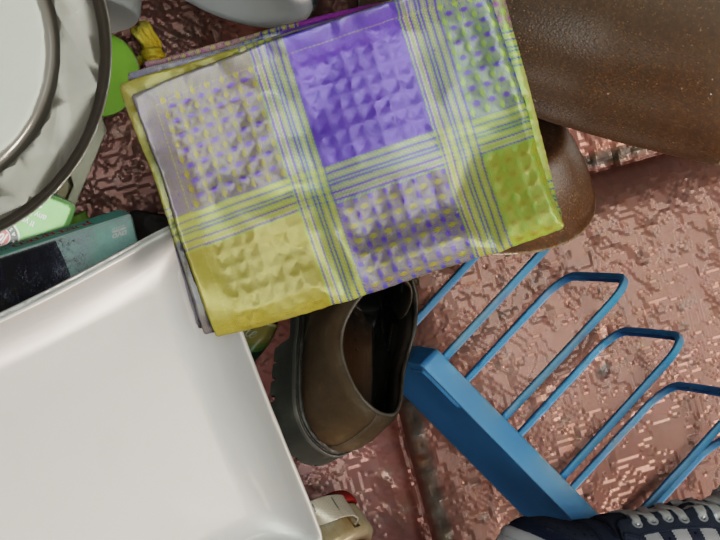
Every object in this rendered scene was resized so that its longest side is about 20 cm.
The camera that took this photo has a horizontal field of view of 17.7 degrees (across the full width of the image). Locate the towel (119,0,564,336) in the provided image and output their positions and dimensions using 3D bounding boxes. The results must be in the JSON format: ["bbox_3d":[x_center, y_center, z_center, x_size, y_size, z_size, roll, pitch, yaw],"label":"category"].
[{"bbox_3d":[-0.009,-0.058,1.162,0.199,0.023,0.145,-15,90,2],"label":"towel"}]

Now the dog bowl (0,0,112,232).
[{"bbox_3d":[-0.221,-0.107,1.137,0.199,0.059,0.202,0,90,-5],"label":"dog bowl"}]

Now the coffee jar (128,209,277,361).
[{"bbox_3d":[-0.114,0.071,1.285,0.104,0.085,0.201,19,89,-19],"label":"coffee jar"}]

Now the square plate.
[{"bbox_3d":[-0.137,0.100,1.187,0.197,0.028,0.201,-27,110,-20],"label":"square plate"}]

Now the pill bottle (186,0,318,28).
[{"bbox_3d":[-0.037,-0.236,1.202,0.106,0.106,0.201,26,72,-10],"label":"pill bottle"}]

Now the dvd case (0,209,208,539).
[{"bbox_3d":[-0.163,0.084,1.199,0.145,0.022,0.201,-18,108,-23],"label":"dvd case"}]

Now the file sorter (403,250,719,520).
[{"bbox_3d":[0.126,0.078,1.305,0.123,0.139,0.200,-46,99,-8],"label":"file sorter"}]

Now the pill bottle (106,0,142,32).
[{"bbox_3d":[-0.157,-0.234,1.232,0.116,0.116,0.201,4,80,-10],"label":"pill bottle"}]

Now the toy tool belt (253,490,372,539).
[{"bbox_3d":[-0.051,0.228,1.278,0.200,0.125,0.123,-37,70,-4],"label":"toy tool belt"}]

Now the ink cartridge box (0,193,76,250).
[{"bbox_3d":[-0.254,0.031,1.218,0.145,0.084,0.201,21,90,-14],"label":"ink cartridge box"}]

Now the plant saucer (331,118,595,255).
[{"bbox_3d":[0.037,-0.077,1.253,0.199,0.201,0.037,11,120,-11],"label":"plant saucer"}]

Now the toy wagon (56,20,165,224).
[{"bbox_3d":[-0.202,-0.085,1.286,0.199,0.040,0.156,-22,97,-9],"label":"toy wagon"}]

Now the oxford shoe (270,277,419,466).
[{"bbox_3d":[0.000,0.000,1.253,0.072,0.084,0.201,14,62,-40],"label":"oxford shoe"}]

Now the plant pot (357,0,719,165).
[{"bbox_3d":[0.101,-0.159,1.233,0.199,0.187,0.188,6,92,3],"label":"plant pot"}]

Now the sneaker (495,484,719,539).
[{"bbox_3d":[0.170,0.135,1.209,0.199,0.070,0.109,22,87,-20],"label":"sneaker"}]
